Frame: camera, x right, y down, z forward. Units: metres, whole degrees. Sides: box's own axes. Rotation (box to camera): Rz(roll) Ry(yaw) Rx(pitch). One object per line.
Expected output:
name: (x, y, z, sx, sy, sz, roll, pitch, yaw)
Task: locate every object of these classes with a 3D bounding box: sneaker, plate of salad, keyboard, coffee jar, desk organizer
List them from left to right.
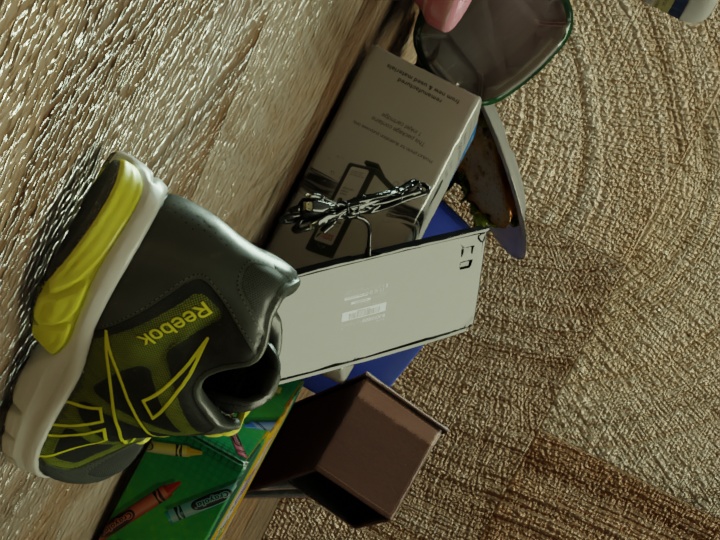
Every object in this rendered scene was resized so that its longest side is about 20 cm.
sneaker: (-0.074, 0.038, 0.811, 0.075, 0.084, 0.200, -61, 177, -25)
desk organizer: (-0.021, 0.137, 1.632, 0.077, 0.072, 0.200, -59, -168, -21)
keyboard: (0.000, 0.000, 1.415, 0.200, 0.021, 0.127, -14, 123, -38)
plate of salad: (0.075, -0.097, 1.753, 0.048, 0.200, 0.200, -24, 171, -6)
coffee jar: (0.091, -0.182, 1.591, 0.104, 0.085, 0.200, -41, -170, 13)

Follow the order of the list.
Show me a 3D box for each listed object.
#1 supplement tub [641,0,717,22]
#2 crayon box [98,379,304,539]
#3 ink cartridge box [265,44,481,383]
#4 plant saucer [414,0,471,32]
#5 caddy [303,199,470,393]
supplement tub: (0.205, -0.293, 1.770, 0.145, 0.200, 0.144, -63, 178, -5)
crayon box: (-0.100, 0.127, 1.400, 0.119, 0.058, 0.200, -62, 178, 14)
ink cartridge box: (-0.002, -0.032, 1.524, 0.200, 0.084, 0.146, -63, 177, -5)
plant saucer: (0.075, -0.242, 1.378, 0.201, 0.051, 0.201, -64, 177, -7)
caddy: (-0.001, 0.008, 1.726, 0.200, 0.105, 0.141, -52, -166, 9)
